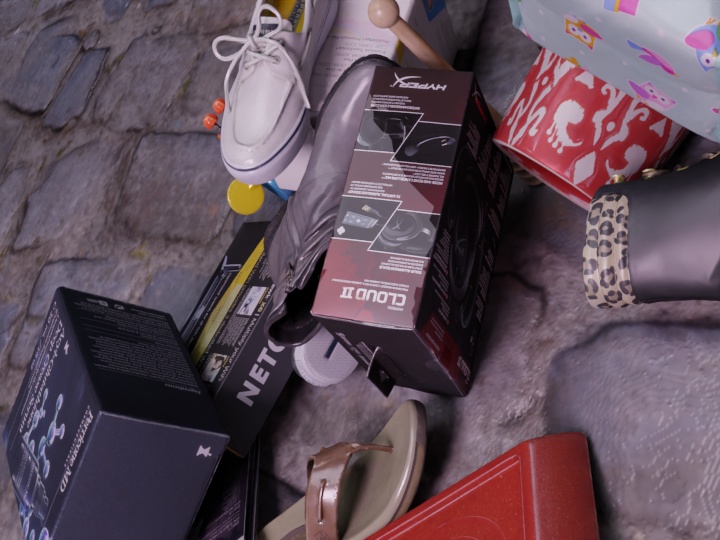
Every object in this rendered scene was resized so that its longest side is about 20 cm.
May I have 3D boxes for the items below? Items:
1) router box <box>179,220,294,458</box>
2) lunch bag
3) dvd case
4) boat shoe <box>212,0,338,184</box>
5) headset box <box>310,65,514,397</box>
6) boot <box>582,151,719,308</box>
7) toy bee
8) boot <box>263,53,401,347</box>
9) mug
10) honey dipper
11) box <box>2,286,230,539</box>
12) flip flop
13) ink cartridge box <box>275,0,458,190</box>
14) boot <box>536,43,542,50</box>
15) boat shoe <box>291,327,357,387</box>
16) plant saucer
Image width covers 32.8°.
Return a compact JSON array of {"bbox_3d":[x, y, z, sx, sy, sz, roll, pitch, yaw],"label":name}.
[{"bbox_3d":[-0.100,0.052,1.052,0.157,0.052,0.201,1,59,62],"label":"router box"},{"bbox_3d":[0.197,-0.200,0.694,0.170,0.122,0.201,34,82,26],"label":"lunch bag"},{"bbox_3d":[-0.136,0.200,0.994,0.148,0.016,0.201,-40,25,21],"label":"dvd case"},{"bbox_3d":[-0.068,-0.170,0.944,0.074,0.086,0.204,8,64,21],"label":"boat shoe"},{"bbox_3d":[0.040,-0.014,0.843,0.076,0.149,0.202,8,72,22],"label":"headset box"},{"bbox_3d":[0.219,-0.065,0.738,0.152,0.073,0.206,-4,61,36],"label":"boot"},{"bbox_3d":[-0.099,-0.115,1.178,0.199,0.108,0.132,-9,55,48],"label":"toy bee"},{"bbox_3d":[-0.011,-0.047,0.895,0.132,0.069,0.202,-101,32,-61],"label":"boot"},{"bbox_3d":[0.194,-0.140,0.848,0.133,0.177,0.201,34,92,21],"label":"mug"},{"bbox_3d":[0.073,-0.132,0.888,0.038,0.199,0.038,-32,37,29],"label":"honey dipper"},{"bbox_3d":[-0.199,0.131,0.963,0.150,0.106,0.200,-66,31,16],"label":"box"},{"bbox_3d":[-0.024,0.161,0.869,0.200,0.057,0.082,-41,29,29],"label":"flip flop"},{"bbox_3d":[-0.010,-0.158,1.047,0.124,0.129,0.202,9,63,22],"label":"ink cartridge box"},{"bbox_3d":[0.142,-0.293,0.972,0.073,0.153,0.205,-17,43,46],"label":"boot"},{"bbox_3d":[0.000,0.000,0.979,0.201,0.072,0.071,-55,17,-15],"label":"boat shoe"},{"bbox_3d":[0.053,0.200,0.728,0.199,0.037,0.201,-37,26,26],"label":"plant saucer"}]
